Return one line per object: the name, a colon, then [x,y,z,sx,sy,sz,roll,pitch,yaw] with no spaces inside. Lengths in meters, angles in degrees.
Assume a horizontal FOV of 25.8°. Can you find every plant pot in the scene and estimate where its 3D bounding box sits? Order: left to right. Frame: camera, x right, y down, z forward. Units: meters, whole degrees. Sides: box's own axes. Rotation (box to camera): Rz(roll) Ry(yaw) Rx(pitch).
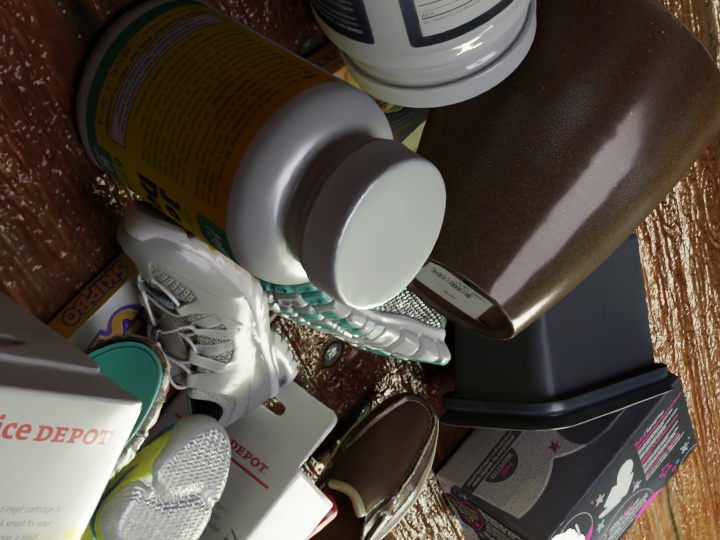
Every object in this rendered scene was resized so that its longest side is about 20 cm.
plant pot: [0.108,-0.064,1.011,0.201,0.186,0.187,-56,147,-17]

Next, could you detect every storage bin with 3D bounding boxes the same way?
storage bin: [0.148,0.042,1.264,0.199,0.144,0.136,-8,96,-48]

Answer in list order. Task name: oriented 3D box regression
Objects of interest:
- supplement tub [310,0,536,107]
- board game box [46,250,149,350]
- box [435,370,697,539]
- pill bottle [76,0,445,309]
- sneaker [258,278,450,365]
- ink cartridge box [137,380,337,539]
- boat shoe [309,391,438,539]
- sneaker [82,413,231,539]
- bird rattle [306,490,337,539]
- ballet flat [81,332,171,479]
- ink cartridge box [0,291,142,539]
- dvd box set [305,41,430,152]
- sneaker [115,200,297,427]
supplement tub: [0.027,-0.206,0.885,0.140,0.140,0.201,-44,144,-20]
board game box: [-0.168,0.065,0.954,0.200,0.030,0.096,-48,145,-19]
box: [0.183,0.165,1.391,0.200,0.132,0.115,-46,141,-18]
pill bottle: [-0.053,-0.062,0.841,0.112,0.199,0.114,-32,139,-33]
sneaker: [0.000,0.000,1.039,0.199,0.077,0.092,26,75,-57]
ink cartridge box: [-0.102,0.159,1.030,0.201,0.115,0.067,-50,146,-11]
boat shoe: [-0.004,0.175,1.182,0.203,0.074,0.075,-54,174,-17]
sneaker: [-0.168,0.159,0.961,0.201,0.105,0.076,-52,135,-11]
bird rattle: [-0.080,0.244,1.102,0.200,0.163,0.113,-41,162,-8]
ballet flat: [-0.183,0.118,0.909,0.200,0.075,0.064,-50,175,-4]
ink cartridge box: [-0.237,0.113,0.791,0.147,0.144,0.202,15,104,-56]
dvd box set: [-0.013,-0.082,1.031,0.199,0.029,0.148,-37,141,-29]
sneaker: [-0.098,0.038,0.931,0.082,0.074,0.201,-47,143,-15]
